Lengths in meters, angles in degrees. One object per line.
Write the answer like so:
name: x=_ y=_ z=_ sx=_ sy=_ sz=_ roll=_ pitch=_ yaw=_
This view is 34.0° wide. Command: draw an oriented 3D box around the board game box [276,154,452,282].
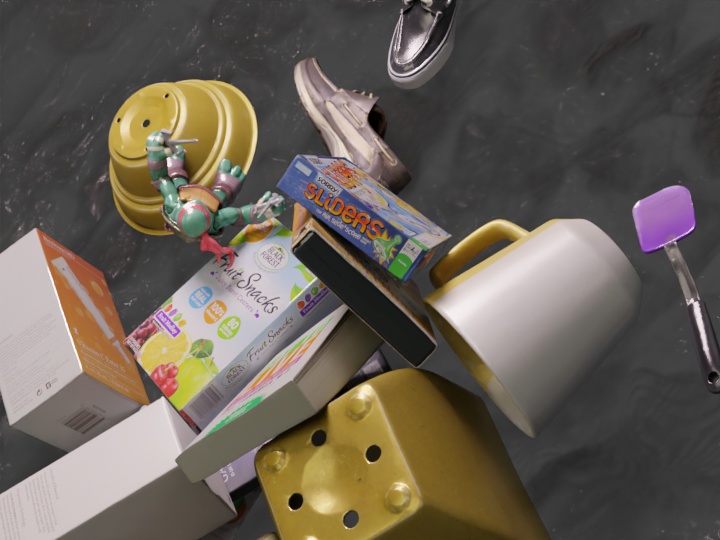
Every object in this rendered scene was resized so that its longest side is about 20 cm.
board game box: x=0.009 y=-0.051 z=1.057 sx=0.135 sy=0.200 sz=0.035 roll=36 pitch=100 yaw=5

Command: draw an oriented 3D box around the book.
book: x=-0.062 y=0.100 z=1.002 sx=0.133 sy=0.200 sz=0.048 roll=-33 pitch=95 yaw=23

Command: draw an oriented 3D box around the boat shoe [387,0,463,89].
boat shoe: x=0.074 y=-0.291 z=1.246 sx=0.071 sy=0.068 sz=0.202 roll=18 pitch=76 yaw=34

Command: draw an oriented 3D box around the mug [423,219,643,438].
mug: x=0.146 y=0.023 z=1.008 sx=0.153 sy=0.150 sz=0.187 roll=-39 pitch=72 yaw=-4

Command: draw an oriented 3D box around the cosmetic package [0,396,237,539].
cosmetic package: x=-0.223 y=0.215 z=1.032 sx=0.199 sy=0.108 sz=0.085 roll=-31 pitch=45 yaw=-2

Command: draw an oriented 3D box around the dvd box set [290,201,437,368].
dvd box set: x=0.000 y=0.000 z=1.036 sx=0.029 sy=0.146 sz=0.200 roll=-46 pitch=10 yaw=8

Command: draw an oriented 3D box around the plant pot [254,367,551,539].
plant pot: x=0.021 y=0.196 z=0.955 sx=0.193 sy=0.200 sz=0.197 roll=-32 pitch=56 yaw=10

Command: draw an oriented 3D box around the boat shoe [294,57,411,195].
boat shoe: x=-0.006 y=-0.146 z=1.225 sx=0.073 sy=0.075 sz=0.201 roll=-28 pitch=64 yaw=2

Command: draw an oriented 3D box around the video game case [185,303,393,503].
video game case: x=-0.070 y=0.119 z=1.120 sx=0.199 sy=0.019 sz=0.143 roll=-33 pitch=43 yaw=1

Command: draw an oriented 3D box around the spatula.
spatula: x=0.281 y=0.013 z=1.012 sx=0.056 sy=0.020 sz=0.202 roll=-28 pitch=58 yaw=29

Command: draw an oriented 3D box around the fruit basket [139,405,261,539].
fruit basket: x=-0.204 y=0.240 z=1.123 sx=0.184 sy=0.094 sz=0.201 roll=20 pitch=74 yaw=34

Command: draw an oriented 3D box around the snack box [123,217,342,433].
snack box: x=-0.124 y=0.048 z=1.164 sx=0.200 sy=0.053 sz=0.142 roll=-43 pitch=43 yaw=-9

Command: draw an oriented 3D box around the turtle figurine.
turtle figurine: x=-0.161 y=-0.077 z=1.185 sx=0.101 sy=0.149 sz=0.200 roll=-55 pitch=16 yaw=7

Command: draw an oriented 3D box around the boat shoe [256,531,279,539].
boat shoe: x=-0.083 y=0.290 z=0.991 sx=0.071 sy=0.202 sz=0.066 roll=-30 pitch=63 yaw=-32

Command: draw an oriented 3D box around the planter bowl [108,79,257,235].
planter bowl: x=-0.222 y=-0.148 z=1.328 sx=0.198 sy=0.083 sz=0.203 roll=-13 pitch=61 yaw=23

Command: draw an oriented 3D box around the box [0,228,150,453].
box: x=-0.318 y=0.078 z=1.244 sx=0.097 sy=0.124 sz=0.201 roll=-35 pitch=55 yaw=9
